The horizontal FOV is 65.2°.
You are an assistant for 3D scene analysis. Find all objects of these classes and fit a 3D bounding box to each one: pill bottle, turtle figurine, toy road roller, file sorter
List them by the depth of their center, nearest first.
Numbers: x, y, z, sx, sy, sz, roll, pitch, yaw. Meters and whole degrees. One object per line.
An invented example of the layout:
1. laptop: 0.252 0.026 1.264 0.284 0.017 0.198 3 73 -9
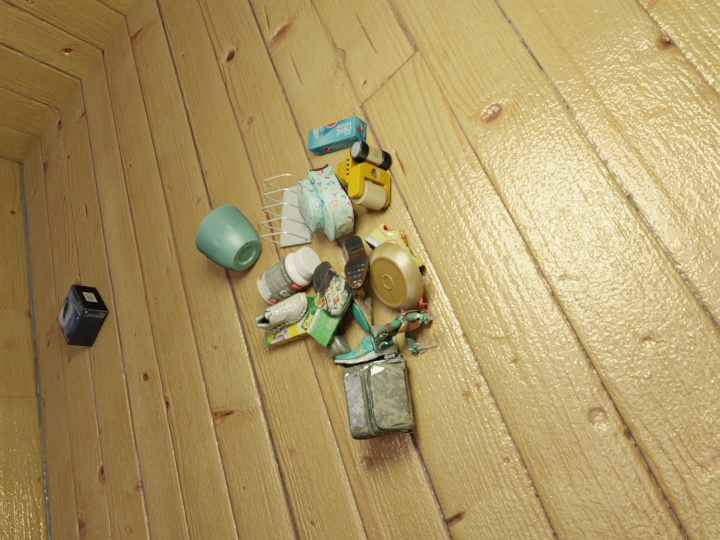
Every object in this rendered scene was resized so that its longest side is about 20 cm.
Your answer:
1. turtle figurine: 0.123 0.153 1.475 0.196 0.151 0.101 -16 43 -7
2. toy road roller: 0.002 -0.272 1.665 0.145 0.121 0.204 -18 66 48
3. pill bottle: -0.223 0.016 1.780 0.198 0.113 0.116 -32 62 29
4. file sorter: -0.242 -0.194 1.835 0.137 0.124 0.204 -6 77 38

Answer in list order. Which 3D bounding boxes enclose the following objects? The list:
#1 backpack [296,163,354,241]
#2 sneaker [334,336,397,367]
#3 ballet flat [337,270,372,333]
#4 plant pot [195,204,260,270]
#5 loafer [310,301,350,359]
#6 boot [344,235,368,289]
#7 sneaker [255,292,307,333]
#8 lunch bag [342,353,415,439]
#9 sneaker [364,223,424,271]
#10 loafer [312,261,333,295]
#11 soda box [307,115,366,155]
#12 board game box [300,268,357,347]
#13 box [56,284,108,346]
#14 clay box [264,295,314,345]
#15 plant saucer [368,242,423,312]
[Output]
1. backpack: -0.102 -0.193 1.687 0.149 0.179 0.201 -26 60 -20
2. sneaker: 0.017 0.227 1.578 0.197 0.077 0.081 -20 59 23
3. ballet flat: -0.009 0.083 1.618 0.201 0.067 0.068 54 157 8
4. plant pot: -0.437 -0.095 1.932 0.160 0.200 0.203 38 104 23
5. loafer: -0.105 0.179 1.674 0.070 0.075 0.201 -43 57 18
6. boot: 0.000 0.000 1.579 0.073 0.098 0.202 -14 42 11
7. sneaker: -0.243 0.131 1.732 0.199 0.080 0.076 -35 59 26
8. lunch bag: 0.055 0.333 1.482 0.165 0.139 0.204 -14 71 18
9. sneaker: 0.105 -0.069 1.565 0.199 0.078 0.091 35 81 27
10. loafer: -0.092 0.070 1.689 0.072 0.071 0.203 -21 63 19
11. soda box: -0.077 -0.426 1.792 0.197 0.064 0.069 -6 77 37
12. board game box: -0.090 0.107 1.607 0.104 0.023 0.202 34 108 20
13. box: -1.272 0.207 2.572 0.200 0.122 0.200 41 107 37
14. clay box: -0.225 0.163 1.792 0.198 0.047 0.117 -21 67 34
15. plant saucer: 0.083 0.026 1.521 0.199 0.035 0.204 27 128 40
